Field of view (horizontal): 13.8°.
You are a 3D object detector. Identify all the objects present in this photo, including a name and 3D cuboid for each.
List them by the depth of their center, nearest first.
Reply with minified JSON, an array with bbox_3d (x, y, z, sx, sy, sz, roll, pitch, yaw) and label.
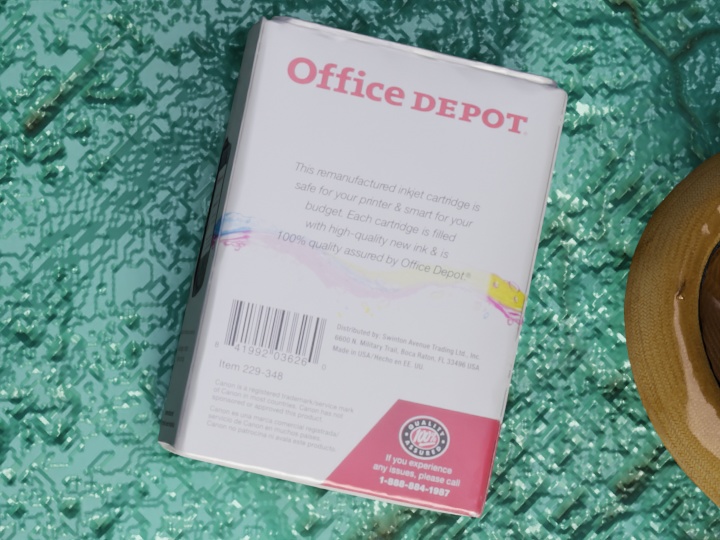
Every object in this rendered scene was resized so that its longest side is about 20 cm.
[{"bbox_3d":[0.000,0.000,1.352,0.147,0.086,0.201,13,85,-9],"label":"ink cartridge box"},{"bbox_3d":[0.214,0.037,1.389,0.199,0.082,0.202,0,79,-2],"label":"fedora"}]
